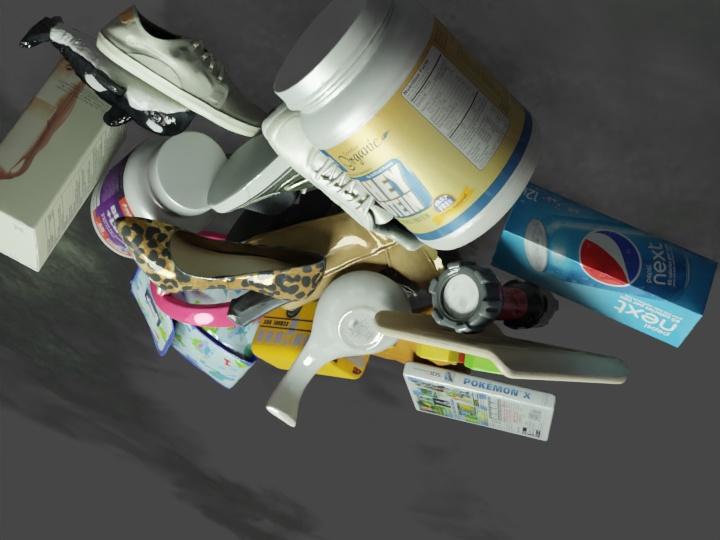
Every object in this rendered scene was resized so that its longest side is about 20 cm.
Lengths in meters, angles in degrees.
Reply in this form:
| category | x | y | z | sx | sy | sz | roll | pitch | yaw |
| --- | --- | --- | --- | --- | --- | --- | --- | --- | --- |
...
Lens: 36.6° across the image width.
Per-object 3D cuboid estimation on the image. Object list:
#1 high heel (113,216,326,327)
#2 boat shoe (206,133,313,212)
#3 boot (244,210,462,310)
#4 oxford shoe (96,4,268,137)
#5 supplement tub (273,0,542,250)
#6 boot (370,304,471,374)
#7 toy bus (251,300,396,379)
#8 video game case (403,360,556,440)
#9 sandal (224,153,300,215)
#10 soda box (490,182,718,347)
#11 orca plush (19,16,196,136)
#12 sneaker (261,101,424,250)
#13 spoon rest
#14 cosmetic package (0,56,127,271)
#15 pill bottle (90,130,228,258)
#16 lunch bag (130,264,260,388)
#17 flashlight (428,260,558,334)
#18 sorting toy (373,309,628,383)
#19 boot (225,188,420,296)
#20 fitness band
| category | x | y | z | sx | sy | sz | roll | pitch | yaw |
| --- | --- | --- | --- | --- | --- | --- | --- | --- | --- |
| high heel | -0.135 | -0.023 | 1.087 | 0.141 | 0.072 | 0.199 | -28 | 132 | 33 |
| boat shoe | -0.065 | -0.104 | 1.057 | 0.198 | 0.071 | 0.064 | -30 | 129 | 27 |
| boot | 0.000 | 0.000 | 1.165 | 0.197 | 0.067 | 0.176 | -22 | 117 | 24 |
| oxford shoe | -0.160 | -0.192 | 1.062 | 0.198 | 0.058 | 0.075 | 30 | -167 | -26 |
| supplement tub | 0.040 | -0.130 | 0.907 | 0.199 | 0.146 | 0.144 | 39 | 149 | -21 |
| boot | 0.056 | 0.070 | 1.286 | 0.142 | 0.072 | 0.202 | 12 | 154 | 16 |
| toy bus | -0.043 | 0.078 | 1.277 | 0.065 | 0.079 | 0.198 | 34 | 160 | -34 |
| video game case | 0.149 | 0.163 | 1.343 | 0.179 | 0.022 | 0.200 | 12 | 163 | 11 |
| sandal | -0.134 | -0.104 | 1.212 | 0.198 | 0.043 | 0.077 | 6 | 139 | 50 |
| soda box | 0.228 | -0.006 | 1.032 | 0.197 | 0.065 | 0.068 | 23 | 151 | 6 |
| orca plush | -0.259 | -0.180 | 1.103 | 0.198 | 0.105 | 0.072 | 27 | 112 | 1 |
| sneaker | -0.004 | -0.087 | 0.990 | 0.199 | 0.082 | 0.075 | 31 | 115 | -34 |
| spoon rest | -0.027 | 0.078 | 1.164 | 0.099 | 0.061 | 0.200 | 36 | 113 | -17 |
| cosmetic package | -0.338 | -0.117 | 1.185 | 0.086 | 0.202 | 0.104 | 26 | 150 | -1 |
| pill bottle | -0.215 | -0.084 | 1.181 | 0.111 | 0.112 | 0.199 | 37 | 154 | -18 |
| lunch bag | -0.213 | 0.051 | 1.432 | 0.199 | 0.128 | 0.170 | 37 | 156 | -4 |
| flashlight | 0.140 | 0.030 | 1.077 | 0.068 | 0.068 | 0.199 | 52 | -157 | 25 |
| sorting toy | 0.135 | 0.081 | 1.074 | 0.183 | 0.037 | 0.199 | 7 | -174 | -37 |
| boot | -0.048 | -0.007 | 1.257 | 0.198 | 0.070 | 0.174 | -7 | 136 | 42 |
| fitness band | -0.176 | 0.006 | 1.281 | 0.141 | 0.201 | 0.038 | 0 | 116 | -17 |
